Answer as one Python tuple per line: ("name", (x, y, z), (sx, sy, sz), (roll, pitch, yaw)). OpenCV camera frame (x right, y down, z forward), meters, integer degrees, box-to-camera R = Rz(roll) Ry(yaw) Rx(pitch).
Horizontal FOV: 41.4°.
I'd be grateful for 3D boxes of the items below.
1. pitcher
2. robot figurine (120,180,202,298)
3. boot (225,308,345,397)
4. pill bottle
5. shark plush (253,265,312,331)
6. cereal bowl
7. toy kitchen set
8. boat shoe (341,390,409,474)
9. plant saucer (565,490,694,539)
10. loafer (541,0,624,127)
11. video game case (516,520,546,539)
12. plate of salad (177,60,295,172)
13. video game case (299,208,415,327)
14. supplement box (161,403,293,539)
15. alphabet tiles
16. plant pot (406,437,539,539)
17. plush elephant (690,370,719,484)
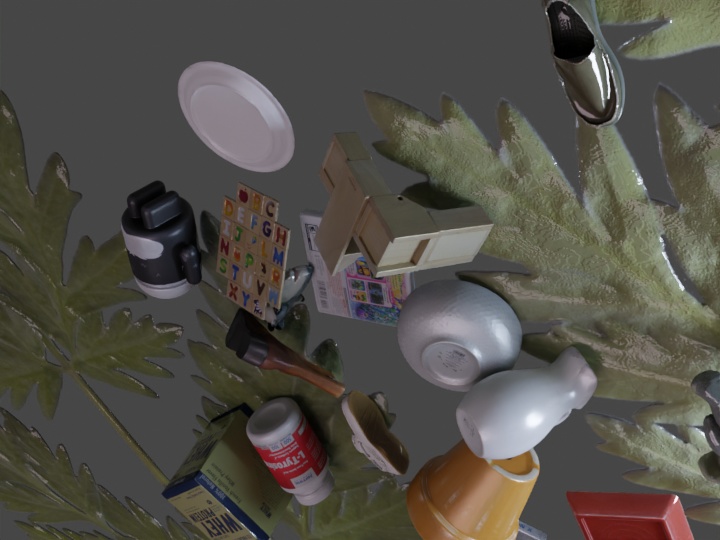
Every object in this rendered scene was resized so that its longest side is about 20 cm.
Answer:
("pitcher", (0.247, 0.218, 1.448), (0.122, 0.198, 0.173), (55, 159, 36))
("robot figurine", (-0.331, -0.048, 1.599), (0.123, 0.151, 0.202), (-6, 130, -3))
("boot", (-0.131, 0.143, 1.679), (0.198, 0.069, 0.188), (25, 180, -24))
("pill bottle", (-0.129, 0.353, 1.837), (0.111, 0.113, 0.202), (-7, 124, 35))
("shark plush", (-0.124, 0.061, 1.598), (0.091, 0.082, 0.201), (54, 156, 31))
("cereal bowl", (0.147, 0.116, 1.471), (0.197, 0.084, 0.202), (12, 133, 13))
("toy kitchen set", (0.046, -0.075, 1.388), (0.201, 0.178, 0.164), (61, 143, 30))
("boat shoe", (0.013, 0.303, 1.739), (0.069, 0.071, 0.201), (-14, 121, 36))
("plant saucer", (0.469, 0.463, 1.637), (0.197, 0.037, 0.202), (-7, 123, 35))
("loafer", (0.252, -0.249, 1.112), (0.074, 0.070, 0.202), (-8, 123, 35))
("video game case", (0.245, 0.522, 1.832), (0.180, 0.022, 0.202), (24, 137, 10))
("plate of salad", (-0.179, -0.229, 1.402), (0.198, 0.048, 0.201), (22, 145, 16))
("video game case", (0.000, 0.000, 1.516), (0.179, 0.024, 0.202), (10, 131, 23))
("supplement box", (-0.247, 0.419, 1.900), (0.200, 0.201, 0.134), (46, 135, -14))
("alphabet tiles", (-0.175, -0.031, 1.525), (0.165, 0.006, 0.203), (28, 118, 39))
("plant pot", (0.205, 0.364, 1.610), (0.199, 0.201, 0.184), (31, 121, 2))
("plush elephant", (0.538, 0.218, 1.313), (0.155, 0.162, 0.203), (117, 134, -81))
